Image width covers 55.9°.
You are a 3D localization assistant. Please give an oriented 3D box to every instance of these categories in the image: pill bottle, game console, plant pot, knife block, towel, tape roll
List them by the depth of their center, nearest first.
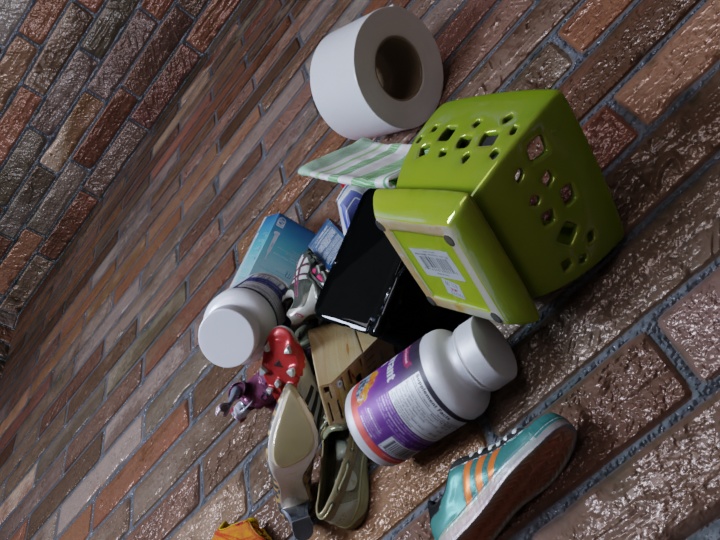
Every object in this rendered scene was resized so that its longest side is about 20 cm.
[{"bbox_3d":[0.141,-0.063,0.766,0.182,0.200,0.199,-45,27,-18],"label":"plant pot"},{"bbox_3d":[0.084,0.141,0.807,0.199,0.111,0.113,-39,37,28],"label":"pill bottle"},{"bbox_3d":[0.061,0.005,0.919,0.203,0.174,0.116,-67,16,-11],"label":"game console"},{"bbox_3d":[-0.046,0.120,0.968,0.173,0.065,0.200,5,31,37],"label":"knife block"},{"bbox_3d":[-0.169,0.075,1.010,0.112,0.111,0.200,-51,1,12],"label":"pill bottle"},{"bbox_3d":[0.022,-0.164,1.019,0.152,0.024,0.198,-30,32,-34],"label":"towel"},{"bbox_3d":[0.029,-0.340,1.190,0.138,0.201,0.206,0,64,54],"label":"tape roll"}]

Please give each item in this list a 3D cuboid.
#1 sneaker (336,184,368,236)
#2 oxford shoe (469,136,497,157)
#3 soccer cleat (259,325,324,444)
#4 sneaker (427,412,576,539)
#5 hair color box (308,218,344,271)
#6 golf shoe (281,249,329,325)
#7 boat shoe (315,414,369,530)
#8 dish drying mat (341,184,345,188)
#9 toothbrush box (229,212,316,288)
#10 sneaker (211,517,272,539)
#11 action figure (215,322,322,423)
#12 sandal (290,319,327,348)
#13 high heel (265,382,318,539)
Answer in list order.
[{"bbox_3d":[0.067,-0.114,1.019,0.198,0.082,0.115,-32,35,-24],"label":"sneaker"},{"bbox_3d":[0.170,-0.206,1.031,0.071,0.072,0.199,-37,26,-19],"label":"oxford shoe"},{"bbox_3d":[-0.089,0.165,0.970,0.068,0.203,0.085,-2,20,29],"label":"soccer cleat"},{"bbox_3d":[0.137,0.212,0.711,0.201,0.071,0.080,-52,37,15],"label":"sneaker"},{"bbox_3d":[0.000,0.000,1.048,0.061,0.099,0.200,-52,33,7],"label":"hair color box"},{"bbox_3d":[-0.086,0.025,1.040,0.087,0.078,0.200,-34,14,-4],"label":"golf shoe"},{"bbox_3d":[-0.028,0.243,0.924,0.073,0.063,0.203,-31,42,37],"label":"boat shoe"},{"bbox_3d":[0.008,-0.137,1.225,0.077,0.018,0.201,-47,34,18],"label":"dish drying mat"},{"bbox_3d":[-0.178,0.002,1.281,0.202,0.084,0.146,-64,17,-9],"label":"toothbrush box"},{"bbox_3d":[-0.161,0.396,0.982,0.198,0.073,0.078,-12,45,47],"label":"sneaker"},{"bbox_3d":[-0.149,0.175,1.084,0.199,0.133,0.150,-37,37,27],"label":"action figure"},{"bbox_3d":[-0.119,0.099,1.173,0.200,0.057,0.081,-39,37,31],"label":"sandal"},{"bbox_3d":[-0.098,0.250,0.933,0.142,0.070,0.204,169,96,-78],"label":"high heel"}]
